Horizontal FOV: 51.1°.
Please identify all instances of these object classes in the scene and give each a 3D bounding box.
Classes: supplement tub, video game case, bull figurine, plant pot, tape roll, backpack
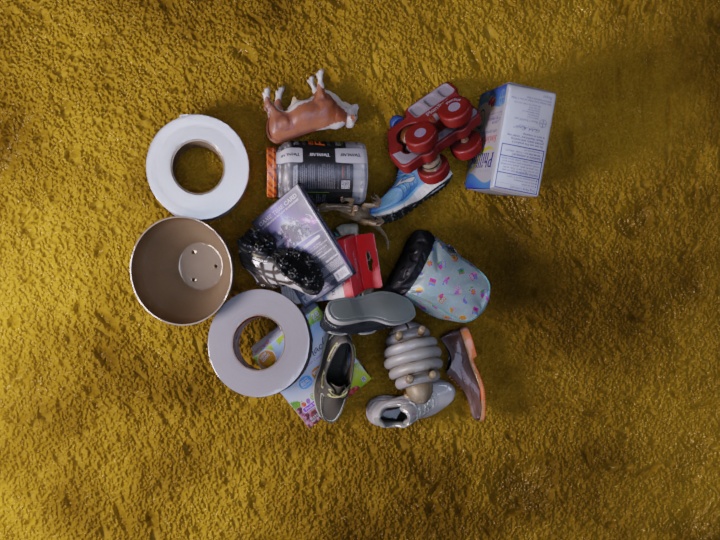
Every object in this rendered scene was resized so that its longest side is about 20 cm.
[{"bbox_3d":[-0.088,-0.193,1.492,0.195,0.123,0.125,0,96,-8],"label":"supplement tub"},{"bbox_3d":[-0.111,-0.046,1.453,0.142,0.019,0.202,-33,87,33],"label":"video game case"},{"bbox_3d":[-0.100,-0.324,1.506,0.196,0.065,0.124,-19,95,-7],"label":"bull figurine"},{"bbox_3d":[-0.329,-0.004,1.466,0.196,0.134,0.205,0,94,4],"label":"plant pot"},{"bbox_3d":[-0.316,-0.199,1.475,0.198,0.071,0.207,0,90,-9],"label":"tape roll"},{"bbox_3d":[-0.192,0.140,1.456,0.196,0.066,0.205,0,84,2],"label":"tape roll"},{"bbox_3d":[0.166,0.029,1.550,0.198,0.126,0.169,31,88,-13],"label":"backpack"}]

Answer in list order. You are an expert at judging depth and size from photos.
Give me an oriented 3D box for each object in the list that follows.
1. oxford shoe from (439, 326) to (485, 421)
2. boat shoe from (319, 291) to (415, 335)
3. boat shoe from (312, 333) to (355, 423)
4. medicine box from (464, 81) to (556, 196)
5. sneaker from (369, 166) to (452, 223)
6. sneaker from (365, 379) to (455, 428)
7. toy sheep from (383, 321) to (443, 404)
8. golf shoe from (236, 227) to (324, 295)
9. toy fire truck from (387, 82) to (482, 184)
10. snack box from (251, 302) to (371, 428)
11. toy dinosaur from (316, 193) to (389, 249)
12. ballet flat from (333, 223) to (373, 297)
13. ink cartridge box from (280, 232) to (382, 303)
[{"bbox_3d":[0.219,0.227,1.611,0.071,0.071,0.204,-14,88,-3],"label":"oxford shoe"},{"bbox_3d":[0.013,0.087,1.474,0.196,0.061,0.077,3,56,-25],"label":"boat shoe"},{"bbox_3d":[-0.051,0.215,1.495,0.071,0.060,0.206,3,108,-18],"label":"boat shoe"},{"bbox_3d":[0.295,-0.254,1.506,0.101,0.182,0.204,9,95,-9],"label":"medicine box"},{"bbox_3d":[0.089,-0.171,1.555,0.198,0.078,0.091,-33,81,-6],"label":"sneaker"},{"bbox_3d":[0.113,0.291,1.584,0.196,0.099,0.079,-20,99,-5],"label":"sneaker"},{"bbox_3d":[0.107,0.174,1.553,0.135,0.138,0.204,-8,76,-7],"label":"toy sheep"},{"bbox_3d":[-0.152,0.001,1.448,0.198,0.077,0.096,34,134,21],"label":"golf shoe"},{"bbox_3d":[0.139,-0.281,1.503,0.198,0.168,0.113,-35,136,-3],"label":"toy fire truck"},{"bbox_3d":[-0.101,0.191,1.549,0.168,0.068,0.201,-38,107,-2],"label":"snack box"},{"bbox_3d":[0.006,-0.109,1.494,0.198,0.100,0.059,23,69,-29],"label":"toy dinosaur"},{"bbox_3d":[0.000,0.000,1.556,0.061,0.067,0.204,-19,99,-15],"label":"ballet flat"},{"bbox_3d":[-0.064,-0.004,1.504,0.196,0.067,0.119,-8,98,21],"label":"ink cartridge box"}]
